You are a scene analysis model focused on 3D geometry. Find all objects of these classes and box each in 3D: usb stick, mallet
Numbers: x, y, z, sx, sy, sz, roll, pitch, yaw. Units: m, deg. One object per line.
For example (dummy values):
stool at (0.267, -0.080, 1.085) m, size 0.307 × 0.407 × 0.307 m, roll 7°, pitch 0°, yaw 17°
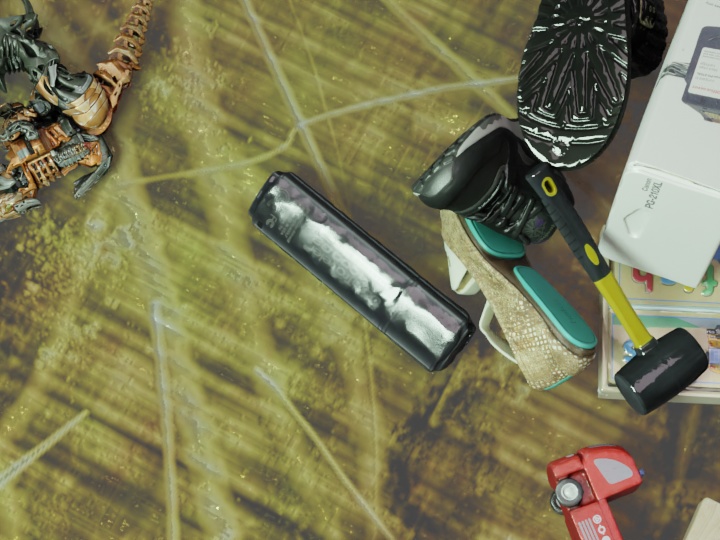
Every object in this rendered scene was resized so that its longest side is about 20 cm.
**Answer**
usb stick at (0.000, 0.000, 1.224) m, size 0.200 × 0.033 × 0.056 m, roll 39°, pitch 109°, yaw 12°
mallet at (0.170, 0.016, 1.151) m, size 0.066 × 0.041 × 0.200 m, roll -42°, pitch 103°, yaw -7°

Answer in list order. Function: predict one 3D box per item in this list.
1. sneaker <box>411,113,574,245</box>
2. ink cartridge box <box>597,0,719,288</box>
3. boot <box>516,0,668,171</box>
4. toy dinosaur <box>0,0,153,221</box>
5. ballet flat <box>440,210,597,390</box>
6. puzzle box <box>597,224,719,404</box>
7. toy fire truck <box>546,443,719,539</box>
sneaker at (0.110, -0.060, 1.164) m, size 0.076 × 0.200 × 0.088 m, roll -44°, pitch 80°, yaw 24°
ink cartridge box at (0.252, -0.110, 1.178) m, size 0.084 × 0.145 × 0.201 m, roll 21°, pitch 66°, yaw 9°
boot at (0.181, -0.163, 1.209) m, size 0.079 × 0.158 × 0.213 m, roll 7°, pitch 81°, yaw 19°
toy dinosaur at (-0.239, -0.135, 1.259) m, size 0.136 × 0.102 × 0.200 m, roll 40°, pitch 60°, yaw -3°
ballet flat at (0.101, 0.009, 1.199) m, size 0.065 × 0.070 × 0.201 m, roll -51°, pitch 50°, yaw 27°
puzzle box at (0.279, 0.035, 1.213) m, size 0.198 × 0.025 × 0.134 m, roll 2°, pitch 74°, yaw 2°
toy fire truck at (0.230, 0.209, 1.151) m, size 0.140 × 0.049 × 0.201 m, roll -20°, pitch 73°, yaw -5°
